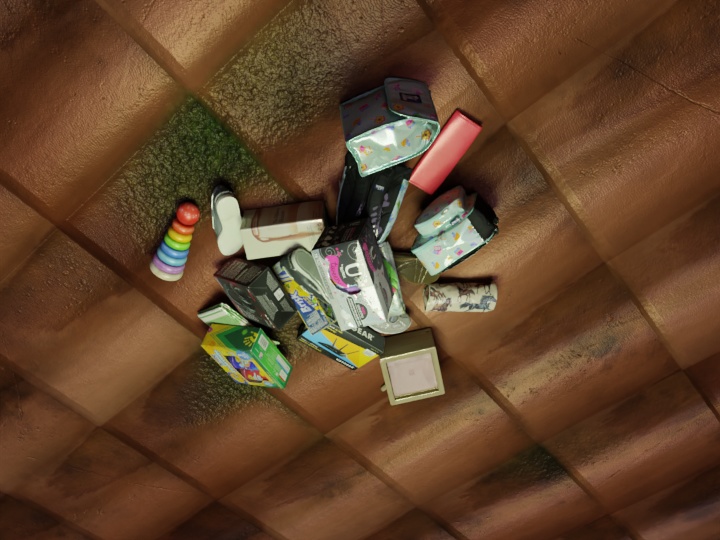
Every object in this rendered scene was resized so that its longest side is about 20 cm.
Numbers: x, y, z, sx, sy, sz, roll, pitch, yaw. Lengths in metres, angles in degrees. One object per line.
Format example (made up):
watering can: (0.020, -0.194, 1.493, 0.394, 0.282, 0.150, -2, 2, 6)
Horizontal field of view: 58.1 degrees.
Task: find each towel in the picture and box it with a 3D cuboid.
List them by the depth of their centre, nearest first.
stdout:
towel: (0.009, 0.027, 1.600, 0.169, 0.048, 0.202, -7, 110, 21)
towel: (-0.330, 0.158, 1.738, 0.199, 0.024, 0.152, 39, 145, -26)

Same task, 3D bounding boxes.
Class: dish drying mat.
dish drying mat: (0.192, -0.269, 1.496, 0.076, 0.018, 0.201, 26, 121, -18)

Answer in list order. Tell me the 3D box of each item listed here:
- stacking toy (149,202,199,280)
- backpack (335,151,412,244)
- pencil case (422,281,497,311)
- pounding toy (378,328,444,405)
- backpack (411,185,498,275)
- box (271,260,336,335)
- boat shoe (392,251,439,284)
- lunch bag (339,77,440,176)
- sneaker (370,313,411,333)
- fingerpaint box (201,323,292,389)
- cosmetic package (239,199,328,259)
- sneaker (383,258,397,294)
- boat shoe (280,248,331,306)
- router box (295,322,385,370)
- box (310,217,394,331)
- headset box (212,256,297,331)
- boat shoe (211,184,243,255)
stacking toy: (-0.442, -0.075, 1.576, 0.085, 0.086, 0.201, 23, 117, -17)
backpack: (0.020, -0.148, 1.487, 0.161, 0.154, 0.203, 13, 84, 5)
pencil case: (0.261, 0.066, 1.692, 0.197, 0.090, 0.079, 0, 120, -4)
pounding toy: (0.130, 0.279, 1.823, 0.181, 0.143, 0.202, -13, 116, 4)
backpack: (0.208, -0.091, 1.528, 0.153, 0.176, 0.200, 42, 115, -8)
box: (-0.136, 0.056, 1.621, 0.064, 0.070, 0.202, -32, 85, 20)
boat shoe: (0.108, -0.015, 1.654, 0.198, 0.063, 0.074, 5, 118, -14)
lunch bag: (0.065, -0.314, 1.366, 0.198, 0.172, 0.122, -22, 131, 13)
sneaker: (0.044, 0.115, 1.706, 0.197, 0.076, 0.082, 15, 163, -12)
fingerpaint box: (-0.301, 0.232, 1.735, 0.165, 0.074, 0.201, 3, 143, 27)
cosmetic package: (-0.179, -0.099, 1.552, 0.197, 0.104, 0.088, -9, 124, 2)
sneaker: (0.000, 0.000, 1.538, 0.198, 0.077, 0.084, 29, 148, -3)
boat shoe: (-0.110, 0.023, 1.558, 0.060, 0.076, 0.200, -16, 126, 38)
router box: (-0.054, 0.185, 1.757, 0.199, 0.052, 0.149, 30, 138, -19)
box: (-0.011, 0.008, 1.416, 0.113, 0.132, 0.202, -13, 112, 18)
headset box: (-0.269, 0.054, 1.617, 0.199, 0.077, 0.150, 13, 141, 47)
boat shoe: (-0.322, -0.120, 1.562, 0.072, 0.062, 0.201, -21, 145, -21)
